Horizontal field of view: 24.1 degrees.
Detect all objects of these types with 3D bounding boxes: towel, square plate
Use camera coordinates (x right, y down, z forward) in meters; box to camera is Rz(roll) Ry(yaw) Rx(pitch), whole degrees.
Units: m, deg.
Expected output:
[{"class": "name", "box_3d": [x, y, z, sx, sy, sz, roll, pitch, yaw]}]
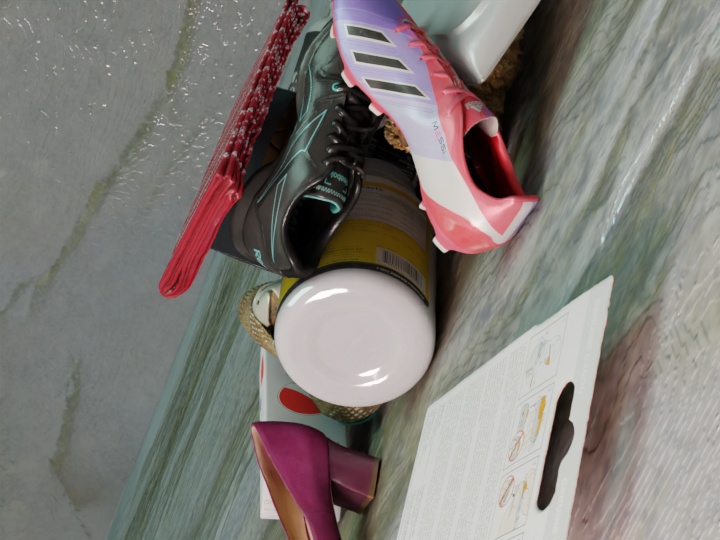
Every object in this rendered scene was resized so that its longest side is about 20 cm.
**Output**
[{"class": "towel", "box_3d": [-0.090, -0.087, 1.209, 0.145, 0.022, 0.200, -55, 14, 48]}, {"class": "square plate", "box_3d": [0.089, -0.213, 1.150, 0.198, 0.028, 0.200, -57, 20, -5]}]

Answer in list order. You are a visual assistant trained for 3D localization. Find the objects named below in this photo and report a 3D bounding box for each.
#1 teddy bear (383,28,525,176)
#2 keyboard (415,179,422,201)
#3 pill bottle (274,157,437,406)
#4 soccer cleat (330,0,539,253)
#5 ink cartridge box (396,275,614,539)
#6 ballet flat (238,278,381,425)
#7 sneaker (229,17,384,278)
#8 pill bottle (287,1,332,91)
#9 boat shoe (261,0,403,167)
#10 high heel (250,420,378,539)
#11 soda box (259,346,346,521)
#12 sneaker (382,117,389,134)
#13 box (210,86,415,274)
[{"class": "teddy bear", "box_3d": [0.066, -0.140, 1.199, 0.145, 0.067, 0.200, -13, 53, 55]}, {"class": "keyboard", "box_3d": [0.012, 0.015, 1.364, 0.104, 0.040, 0.200, -105, 36, -73]}, {"class": "pill bottle", "box_3d": [0.000, 0.000, 1.226, 0.200, 0.112, 0.112, -85, 17, -58]}, {"class": "soccer cleat", "box_3d": [0.047, -0.106, 1.062, 0.076, 0.067, 0.200, -38, 72, 46]}, {"class": "ink cartridge box", "box_3d": [0.074, 0.111, 0.801, 0.200, 0.050, 0.162, -41, 30, 57]}, {"class": "ballet flat", "box_3d": [-0.042, 0.044, 1.324, 0.200, 0.070, 0.065, 40, 152, 48]}, {"class": "sneaker", "box_3d": [-0.015, -0.084, 1.139, 0.079, 0.075, 0.200, 40, 108, 56]}, {"class": "pill bottle", "box_3d": [-0.011, -0.178, 1.658, 0.116, 0.116, 0.200, 170, 119, -80]}, {"class": "boat shoe", "box_3d": [-0.010, -0.125, 1.261, 0.200, 0.069, 0.071, -61, 17, -2]}, {"class": "high heel", "box_3d": [-0.049, 0.195, 1.162, 0.200, 0.096, 0.067, -80, 12, -45]}, {"class": "soda box", "box_3d": [-0.048, 0.111, 1.349, 0.200, 0.064, 0.068, -95, 10, -59]}, {"class": "sneaker", "box_3d": [0.058, -0.194, 1.340, 0.088, 0.076, 0.200, -14, 55, 60]}, {"class": "box", "box_3d": [-0.036, -0.062, 1.402, 0.200, 0.079, 0.141, 17, -90, -66]}]
